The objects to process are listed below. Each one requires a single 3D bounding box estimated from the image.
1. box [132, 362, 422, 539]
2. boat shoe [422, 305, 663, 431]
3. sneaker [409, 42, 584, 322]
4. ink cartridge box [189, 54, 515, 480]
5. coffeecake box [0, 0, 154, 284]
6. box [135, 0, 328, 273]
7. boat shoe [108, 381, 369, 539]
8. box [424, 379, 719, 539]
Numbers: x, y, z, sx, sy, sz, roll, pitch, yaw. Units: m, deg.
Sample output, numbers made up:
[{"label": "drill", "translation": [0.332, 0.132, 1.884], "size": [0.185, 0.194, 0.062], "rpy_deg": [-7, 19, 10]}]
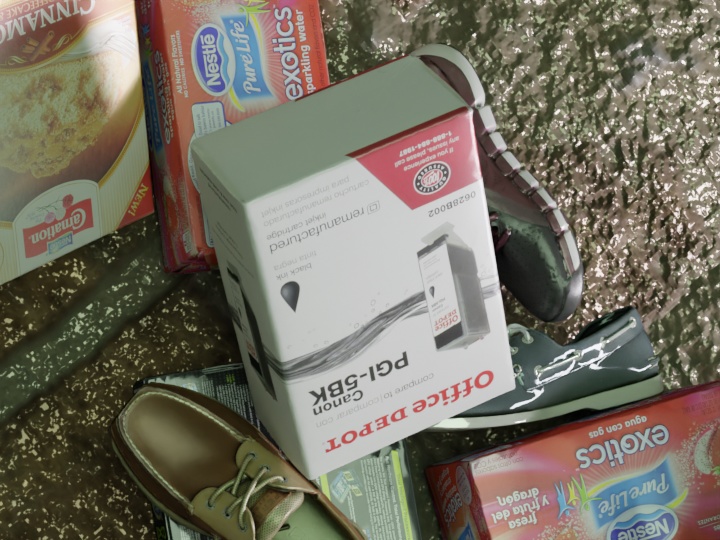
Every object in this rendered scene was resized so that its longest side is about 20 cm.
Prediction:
[{"label": "box", "translation": [-0.045, 0.153, 1.371], "size": [0.159, 0.044, 0.201], "rpy_deg": [-9, 85, -17]}, {"label": "boat shoe", "translation": [0.103, 0.063, 1.398], "size": [0.199, 0.073, 0.062], "rpy_deg": [-8, 91, -31]}, {"label": "sneaker", "translation": [0.047, -0.042, 1.385], "size": [0.115, 0.076, 0.201], "rpy_deg": [-18, 68, -33]}, {"label": "ink cartridge box", "translation": [0.000, 0.000, 1.279], "size": [0.146, 0.083, 0.201], "rpy_deg": [-23, 126, -15]}, {"label": "coffeecake box", "translation": [-0.204, -0.105, 1.271], "size": [0.153, 0.073, 0.201], "rpy_deg": [-29, 128, -40]}, {"label": "box", "translation": [-0.077, -0.106, 1.360], "size": [0.099, 0.095, 0.201], "rpy_deg": [-7, 85, -17]}, {"label": "boat shoe", "translation": [-0.056, 0.137, 1.308], "size": [0.200, 0.074, 0.076], "rpy_deg": [38, 75, -7]}, {"label": "box", "translation": [0.154, 0.139, 1.397], "size": [0.199, 0.100, 0.096], "rpy_deg": [-15, 87, -17]}]
